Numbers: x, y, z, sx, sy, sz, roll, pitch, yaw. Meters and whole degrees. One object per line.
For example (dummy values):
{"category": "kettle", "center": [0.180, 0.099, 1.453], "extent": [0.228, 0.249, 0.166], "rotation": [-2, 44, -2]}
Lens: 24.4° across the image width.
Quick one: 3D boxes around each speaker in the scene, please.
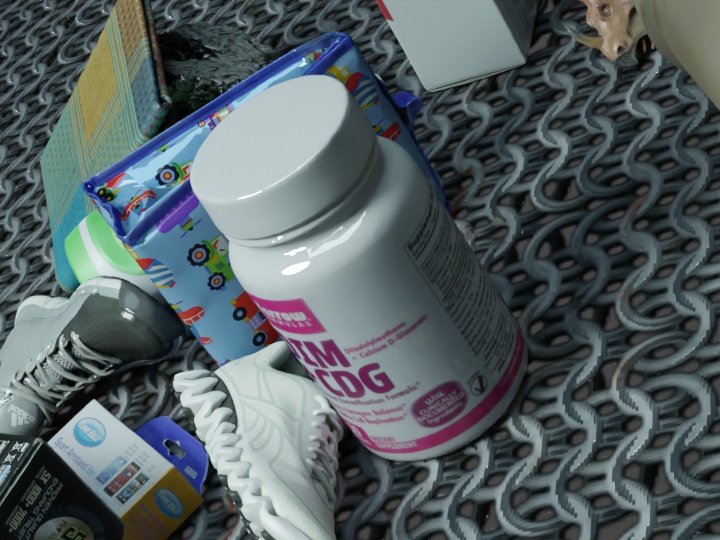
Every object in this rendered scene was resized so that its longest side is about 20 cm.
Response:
{"category": "speaker", "center": [-0.101, -0.044, 1.145], "extent": [0.200, 0.089, 0.089], "rotation": [-32, 33, 5]}

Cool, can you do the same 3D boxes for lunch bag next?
{"category": "lunch bag", "center": [-0.043, -0.045, 1.036], "extent": [0.200, 0.151, 0.094], "rotation": [-39, 34, -5]}

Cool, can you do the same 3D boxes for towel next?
{"category": "towel", "center": [-0.187, -0.098, 1.218], "extent": [0.200, 0.022, 0.147], "rotation": [-55, 38, 39]}

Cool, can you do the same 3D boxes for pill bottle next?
{"category": "pill bottle", "center": [0.000, 0.000, 0.897], "extent": [0.113, 0.200, 0.114], "rotation": [-23, 35, 17]}

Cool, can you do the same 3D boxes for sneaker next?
{"category": "sneaker", "center": [-0.043, 0.102, 0.932], "extent": [0.081, 0.075, 0.200], "rotation": [-26, 35, -7]}
{"category": "sneaker", "center": [-0.193, 0.072, 1.089], "extent": [0.200, 0.075, 0.116], "rotation": [-13, 41, 57]}

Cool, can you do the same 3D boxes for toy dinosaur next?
{"category": "toy dinosaur", "center": [0.150, -0.233, 1.133], "extent": [0.135, 0.086, 0.200], "rotation": [-31, 45, -16]}

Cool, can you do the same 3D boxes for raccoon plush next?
{"category": "raccoon plush", "center": [-0.090, -0.095, 1.233], "extent": [0.199, 0.134, 0.097], "rotation": [18, 36, 13]}

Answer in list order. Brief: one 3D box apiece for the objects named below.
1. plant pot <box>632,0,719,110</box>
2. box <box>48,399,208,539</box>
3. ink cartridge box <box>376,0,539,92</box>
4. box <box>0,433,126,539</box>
{"category": "plant pot", "center": [0.255, -0.131, 0.872], "extent": [0.200, 0.200, 0.174], "rotation": [-25, 51, 15]}
{"category": "box", "center": [-0.183, 0.160, 1.005], "extent": [0.200, 0.042, 0.119], "rotation": [-46, 35, -13]}
{"category": "ink cartridge box", "center": [0.069, -0.253, 1.199], "extent": [0.083, 0.146, 0.200], "rotation": [-13, 39, 27]}
{"category": "box", "center": [-0.252, 0.191, 0.915], "extent": [0.163, 0.086, 0.200], "rotation": [-2, 47, 40]}
